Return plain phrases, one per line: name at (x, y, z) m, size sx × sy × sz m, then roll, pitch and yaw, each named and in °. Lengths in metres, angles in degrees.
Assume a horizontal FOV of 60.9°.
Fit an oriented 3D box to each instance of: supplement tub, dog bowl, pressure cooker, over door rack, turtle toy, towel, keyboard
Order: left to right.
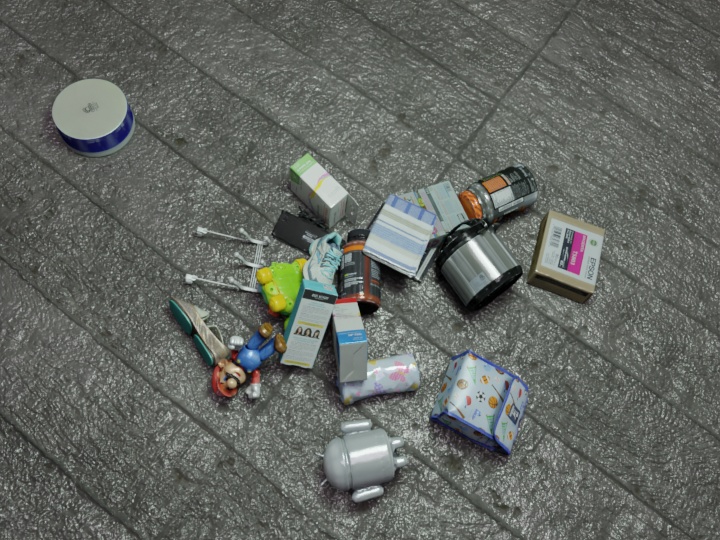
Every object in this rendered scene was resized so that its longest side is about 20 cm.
dog bowl at (-0.720, -0.413, 1.654) m, size 0.196 × 0.079 × 0.204 m, roll 2°, pitch 66°, yaw -5°
over door rack at (-0.335, -0.031, 1.535) m, size 0.196 × 0.067 × 0.150 m, roll 8°, pitch 65°, yaw -3°
turtle toy at (-0.175, 0.070, 1.487) m, size 0.144 × 0.101 × 0.202 m, roll -14°, pitch 69°, yaw -37°
keyboard at (-0.127, -0.093, 1.610) m, size 0.197 × 0.040 × 0.105 m, roll 27°, pitch 90°, yaw 4°
supplement tub at (0.000, 0.000, 1.533) m, size 0.105 × 0.107 × 0.204 m, roll 3°, pitch 67°, yaw -4°
towel at (0.101, -0.090, 1.531) m, size 0.145 × 0.024 × 0.202 m, roll 25°, pitch 59°, yaw 2°
pressure cooker at (0.289, -0.025, 1.537) m, size 0.174 × 0.179 × 0.201 m, roll -32°, pitch 73°, yaw -15°
supplement tub at (0.367, -0.198, 1.651) m, size 0.197 × 0.123 × 0.124 m, roll -23°, pitch 70°, yaw -15°

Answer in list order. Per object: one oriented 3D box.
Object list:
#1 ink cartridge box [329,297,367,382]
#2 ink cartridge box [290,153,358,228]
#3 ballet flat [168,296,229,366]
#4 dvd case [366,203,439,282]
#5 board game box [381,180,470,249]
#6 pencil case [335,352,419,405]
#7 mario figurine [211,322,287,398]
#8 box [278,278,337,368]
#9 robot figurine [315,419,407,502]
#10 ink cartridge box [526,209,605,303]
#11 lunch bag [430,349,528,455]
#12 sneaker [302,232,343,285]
ink cartridge box at (-0.031, 0.146, 1.419) m, size 0.066 × 0.118 × 0.201 m, roll -5°, pitch 35°, yaw -8°
ink cartridge box at (-0.096, -0.193, 1.602) m, size 0.067 × 0.118 × 0.200 m, roll -40°, pitch 75°, yaw -19°
ballet flat at (-0.382, 0.138, 1.466) m, size 0.067 × 0.068 × 0.201 m, roll -28°, pitch 77°, yaw -37°
dvd case at (0.109, -0.075, 1.629) m, size 0.198 × 0.016 × 0.150 m, roll 29°, pitch 65°, yaw 8°
board game box at (0.172, -0.137, 1.621) m, size 0.197 × 0.065 × 0.150 m, roll -17°, pitch 68°, yaw -16°
pencil case at (0.041, 0.255, 1.441) m, size 0.196 × 0.083 × 0.093 m, roll -10°, pitch 87°, yaw -10°
mario figurine at (-0.259, 0.219, 1.384) m, size 0.200 × 0.106 × 0.124 m, roll -43°, pitch 73°, yaw 11°
box at (-0.123, 0.125, 1.416) m, size 0.081 × 0.203 × 0.049 m, roll 13°, pitch 22°, yaw -20°
robot figurine at (0.002, 0.416, 1.349) m, size 0.196 × 0.113 × 0.173 m, roll -10°, pitch 74°, yaw -10°
ink cartridge box at (0.547, -0.039, 1.628) m, size 0.162 × 0.075 × 0.203 m, roll 19°, pitch 65°, yaw 4°
lunch bag at (0.291, 0.309, 1.427) m, size 0.198 × 0.124 × 0.172 m, roll 31°, pitch 66°, yaw -7°
sneaker at (-0.085, -0.023, 1.486) m, size 0.077 × 0.086 × 0.202 m, roll 39°, pitch 31°, yaw -30°
